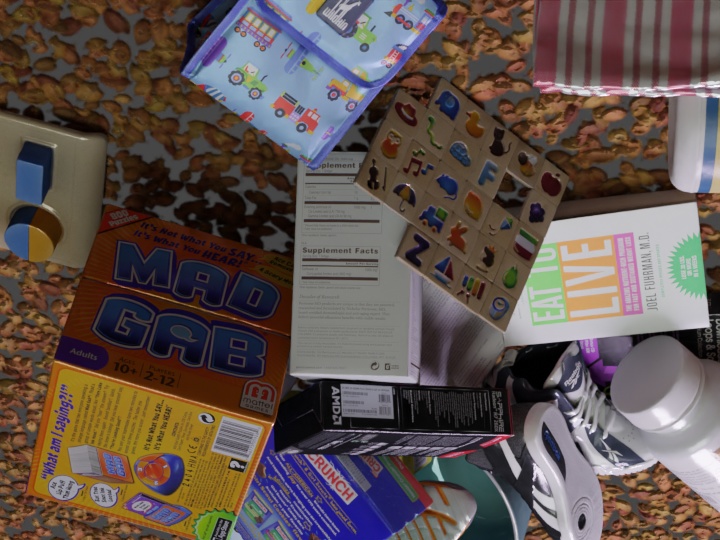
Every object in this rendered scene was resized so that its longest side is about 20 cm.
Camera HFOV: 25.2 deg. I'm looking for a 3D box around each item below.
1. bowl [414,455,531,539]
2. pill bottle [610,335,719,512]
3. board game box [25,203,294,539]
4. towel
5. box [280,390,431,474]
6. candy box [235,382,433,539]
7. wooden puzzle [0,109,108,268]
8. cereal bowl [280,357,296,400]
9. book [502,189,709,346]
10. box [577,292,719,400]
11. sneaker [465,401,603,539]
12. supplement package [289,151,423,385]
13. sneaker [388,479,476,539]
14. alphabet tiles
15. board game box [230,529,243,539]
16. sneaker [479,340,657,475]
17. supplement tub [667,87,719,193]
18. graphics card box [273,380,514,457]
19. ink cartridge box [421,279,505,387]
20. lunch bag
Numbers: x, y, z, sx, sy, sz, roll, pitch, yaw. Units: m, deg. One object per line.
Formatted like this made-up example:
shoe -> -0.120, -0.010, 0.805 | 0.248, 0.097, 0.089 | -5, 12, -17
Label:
bowl -> 0.110, 0.239, 1.752 | 0.199, 0.105, 0.203 | 19, 125, 30
pill bottle -> 0.343, 0.154, 1.599 | 0.114, 0.115, 0.200 | -30, 125, 34
board game box -> -0.181, 0.099, 1.500 | 0.198, 0.201, 0.201 | 16, 135, -7
towel -> 0.236, -0.209, 1.273 | 0.198, 0.148, 0.030 | 2, 165, 8
box -> -0.026, 0.175, 1.705 | 0.198, 0.075, 0.051 | 8, 114, 34
candy box -> -0.049, 0.224, 1.645 | 0.170, 0.077, 0.200 | 52, 135, 4
wooden puzzle -> -0.353, -0.079, 1.575 | 0.198, 0.047, 0.186 | 12, 136, -3
cereal bowl -> -0.155, 0.058, 1.655 | 0.198, 0.084, 0.201 | 4, 136, 4
book -> 0.226, -0.001, 1.533 | 0.198, 0.048, 0.135 | -7, 114, 11
box -> 0.311, 0.084, 1.640 | 0.198, 0.036, 0.144 | -4, 135, 13
sneaker -> 0.171, 0.205, 1.631 | 0.111, 0.073, 0.201 | 5, 131, 38
supplement package -> 0.000, 0.000, 1.470 | 0.108, 0.202, 0.114 | 1, 172, 8
sneaker -> 0.053, 0.262, 1.687 | 0.199, 0.077, 0.079 | -28, 83, 43
alphabet tiles -> 0.088, -0.066, 1.439 | 0.199, 0.168, 0.008 | 34, 159, -24
board game box -> -0.089, 0.248, 1.826 | 0.198, 0.106, 0.103 | -8, 134, 18
sneaker -> 0.221, 0.130, 1.619 | 0.198, 0.080, 0.130 | 25, 149, 9
supplement tub -> 0.357, -0.135, 1.327 | 0.198, 0.146, 0.145 | 1, 136, 8
graphics card box -> 0.029, 0.143, 1.520 | 0.198, 0.051, 0.125 | 3, 164, -24
ink cartridge box -> 0.045, 0.053, 1.612 | 0.199, 0.050, 0.162 | 27, 116, -15
lunch bag -> -0.034, -0.213, 1.371 | 0.150, 0.094, 0.200 | 34, 119, -22
